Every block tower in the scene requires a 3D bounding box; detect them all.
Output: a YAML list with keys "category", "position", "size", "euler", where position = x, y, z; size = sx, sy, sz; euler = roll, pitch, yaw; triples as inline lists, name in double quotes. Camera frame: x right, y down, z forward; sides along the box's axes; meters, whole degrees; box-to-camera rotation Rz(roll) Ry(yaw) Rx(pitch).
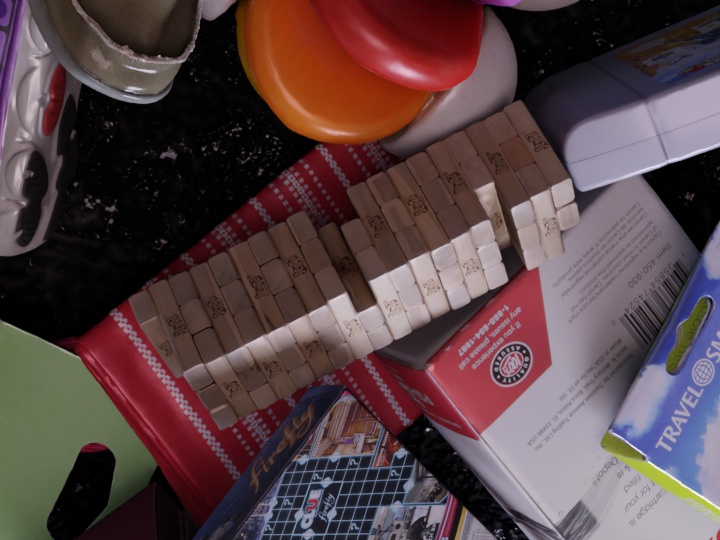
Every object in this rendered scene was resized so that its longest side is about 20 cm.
- category: "block tower"
  position: [0.000, 0.000, 0.796]
  size: [0.200, 0.058, 0.054]
  euler: [-26, 144, -2]

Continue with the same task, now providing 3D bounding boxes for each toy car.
- category: "toy car"
  position: [0.022, -0.145, 0.780]
  size: [0.175, 0.150, 0.200]
  euler: [33, 102, -15]

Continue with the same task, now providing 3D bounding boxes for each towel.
- category: "towel"
  position: [-0.027, 0.031, 0.867]
  size: [0.200, 0.022, 0.145]
  euler: [-40, 108, -16]

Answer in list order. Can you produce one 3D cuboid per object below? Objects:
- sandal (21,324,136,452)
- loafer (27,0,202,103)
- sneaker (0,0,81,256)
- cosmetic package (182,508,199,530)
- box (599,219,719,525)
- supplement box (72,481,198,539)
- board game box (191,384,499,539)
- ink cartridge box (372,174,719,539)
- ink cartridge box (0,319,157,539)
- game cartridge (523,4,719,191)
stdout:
- category: "sandal"
  position: [-0.145, 0.062, 0.884]
  size: [0.199, 0.045, 0.075]
  euler: [-2, 107, -5]
- category: "loafer"
  position: [-0.098, -0.170, 0.748]
  size: [0.075, 0.070, 0.201]
  euler: [9, 68, -35]
- category: "sneaker"
  position: [-0.170, -0.108, 0.814]
  size: [0.083, 0.081, 0.201]
  euler: [16, 100, 10]
- category: "cosmetic package"
  position: [-0.015, 0.208, 0.927]
  size: [0.200, 0.090, 0.107]
  euler: [21, 104, -15]
- category: "box"
  position: [0.207, 0.071, 0.837]
  size: [0.200, 0.048, 0.122]
  euler: [33, 80, -21]
- category: "supplement box"
  position: [-0.080, 0.217, 0.832]
  size: [0.110, 0.086, 0.200]
  euler: [-35, 107, 4]
- category: "board game box"
  position: [-0.028, 0.169, 0.772]
  size: [0.136, 0.035, 0.200]
  euler: [47, 68, -20]
- category: "ink cartridge box"
  position: [0.125, 0.066, 0.876]
  size: [0.147, 0.083, 0.200]
  euler: [-43, 108, -12]
- category: "ink cartridge box"
  position: [-0.207, 0.087, 0.859]
  size: [0.200, 0.048, 0.146]
  euler: [27, 111, -1]
- category: "game cartridge"
  position: [0.180, -0.098, 0.822]
  size: [0.200, 0.133, 0.042]
  euler: [-23, 101, 1]
